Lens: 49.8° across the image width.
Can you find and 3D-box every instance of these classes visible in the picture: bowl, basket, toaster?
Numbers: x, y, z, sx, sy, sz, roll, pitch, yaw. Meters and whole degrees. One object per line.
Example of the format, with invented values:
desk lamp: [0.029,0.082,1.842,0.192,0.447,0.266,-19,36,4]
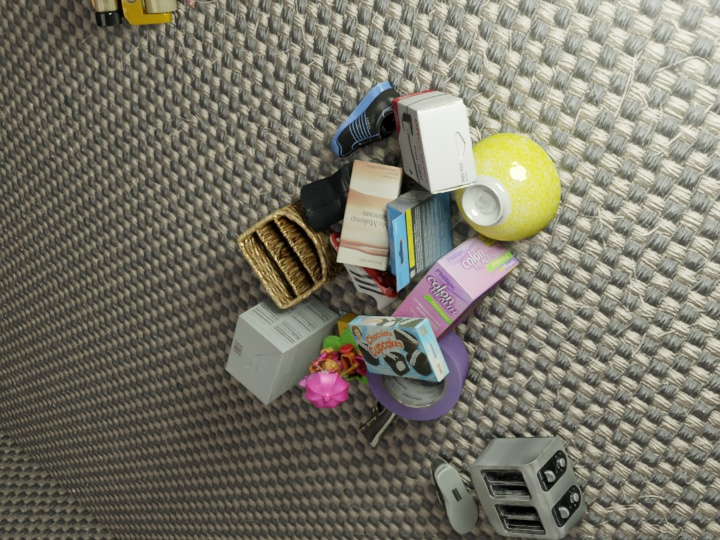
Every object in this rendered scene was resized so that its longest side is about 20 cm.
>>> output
bowl: [0.240,-0.134,1.371,0.200,0.108,0.201,20,124,32]
basket: [-0.148,-0.039,1.726,0.143,0.149,0.200,-32,89,45]
toaster: [0.336,0.439,1.591,0.200,0.119,0.181,-13,103,44]

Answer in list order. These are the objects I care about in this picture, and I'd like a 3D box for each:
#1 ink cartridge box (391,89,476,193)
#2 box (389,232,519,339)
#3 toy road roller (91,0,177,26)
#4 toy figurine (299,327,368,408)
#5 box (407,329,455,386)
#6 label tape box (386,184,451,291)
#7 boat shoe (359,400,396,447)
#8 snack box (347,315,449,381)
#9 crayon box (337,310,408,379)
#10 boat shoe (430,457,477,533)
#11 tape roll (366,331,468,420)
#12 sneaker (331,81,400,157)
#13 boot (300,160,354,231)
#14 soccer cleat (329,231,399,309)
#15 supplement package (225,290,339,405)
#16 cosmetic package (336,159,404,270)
ink cartridge box: [0.125,-0.230,1.358,0.200,0.083,0.147,-121,17,-70]
box: [0.175,0.042,1.473,0.097,0.176,0.200,46,134,12]
toy road roller: [-0.514,-0.631,1.762,0.199,0.146,0.123,-3,116,1]
toy figurine: [-0.062,0.225,1.696,0.200,0.184,0.150,7,117,39]
box: [0.149,0.174,1.663,0.119,0.041,0.200,8,115,37]
label tape box: [0.096,-0.067,1.464,0.063,0.200,0.145,13,120,35]
boat shoe: [0.049,0.341,1.816,0.061,0.072,0.201,39,135,13]
snack box: [0.069,0.145,1.469,0.200,0.037,0.116,-2,117,52]
crayon box: [0.021,0.173,1.764,0.200,0.052,0.126,10,119,37]
boat shoe: [0.214,0.515,1.781,0.064,0.071,0.200,39,152,64]
tape roll: [0.118,0.203,1.598,0.199,0.085,0.200,7,115,16]
sneaker: [0.015,-0.274,1.514,0.078,0.070,0.200,55,135,12]
boot: [-0.032,-0.115,1.635,0.168,0.076,0.200,-24,93,44]
soccer cleat: [0.000,0.000,1.679,0.200,0.069,0.085,43,130,8]
supplement package: [-0.186,0.170,1.835,0.147,0.200,0.191,38,131,19]
cosmetic package: [0.020,-0.105,1.509,0.103,0.087,0.201,9,92,3]
